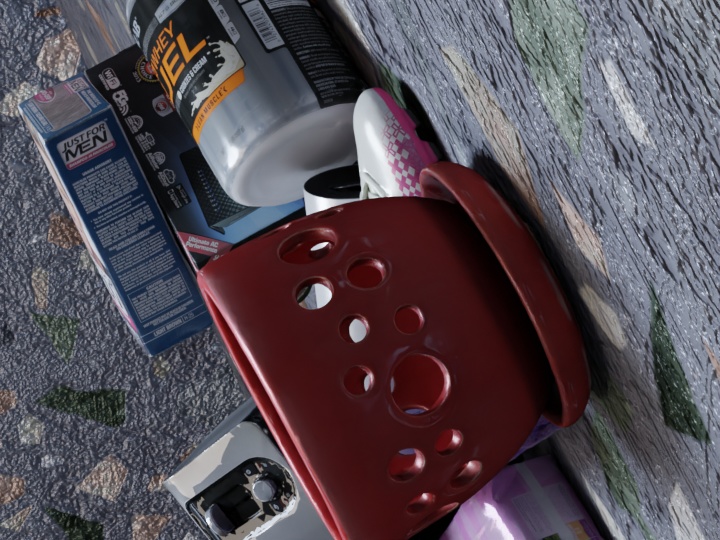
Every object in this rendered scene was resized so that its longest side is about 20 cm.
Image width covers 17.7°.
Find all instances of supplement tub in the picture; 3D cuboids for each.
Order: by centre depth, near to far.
[{"bbox_3d":[-0.082,-0.154,1.594,0.200,0.122,0.123,59,171,22],"label":"supplement tub"}]

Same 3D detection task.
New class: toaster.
[{"bbox_3d":[-0.029,0.164,1.711,0.181,0.119,0.200,52,-152,-4],"label":"toaster"}]

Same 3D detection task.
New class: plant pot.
[{"bbox_3d":[0.025,0.047,1.374,0.201,0.182,0.200,59,171,15],"label":"plant pot"}]

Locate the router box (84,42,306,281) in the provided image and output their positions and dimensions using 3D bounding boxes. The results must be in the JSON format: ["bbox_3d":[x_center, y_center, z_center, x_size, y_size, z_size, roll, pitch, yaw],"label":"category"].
[{"bbox_3d":[-0.102,-0.102,1.789,0.200,0.150,0.062,58,171,22],"label":"router box"}]

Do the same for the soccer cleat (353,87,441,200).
[{"bbox_3d":[0.027,-0.017,1.492,0.200,0.086,0.070,65,171,-21],"label":"soccer cleat"}]

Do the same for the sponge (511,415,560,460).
[{"bbox_3d":[0.078,0.123,1.550,0.030,0.111,0.200,56,172,4],"label":"sponge"}]

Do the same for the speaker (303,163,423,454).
[{"bbox_3d":[0.011,0.029,1.584,0.081,0.081,0.200,-136,36,-65],"label":"speaker"}]

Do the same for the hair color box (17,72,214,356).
[{"bbox_3d":[-0.188,-0.043,1.773,0.200,0.060,0.100,67,170,-26],"label":"hair color box"}]

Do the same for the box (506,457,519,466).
[{"bbox_3d":[0.111,0.204,1.838,0.200,0.050,0.158,65,172,-25],"label":"box"}]

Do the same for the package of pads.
[{"bbox_3d":[0.136,0.241,1.598,0.200,0.076,0.121,57,143,26],"label":"package of pads"}]

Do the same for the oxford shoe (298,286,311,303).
[{"bbox_3d":[-0.057,-0.065,1.847,0.073,0.071,0.200,-30,60,53],"label":"oxford shoe"}]

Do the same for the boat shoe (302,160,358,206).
[{"bbox_3d":[-0.008,-0.032,1.672,0.200,0.084,0.069,55,175,27],"label":"boat shoe"}]
